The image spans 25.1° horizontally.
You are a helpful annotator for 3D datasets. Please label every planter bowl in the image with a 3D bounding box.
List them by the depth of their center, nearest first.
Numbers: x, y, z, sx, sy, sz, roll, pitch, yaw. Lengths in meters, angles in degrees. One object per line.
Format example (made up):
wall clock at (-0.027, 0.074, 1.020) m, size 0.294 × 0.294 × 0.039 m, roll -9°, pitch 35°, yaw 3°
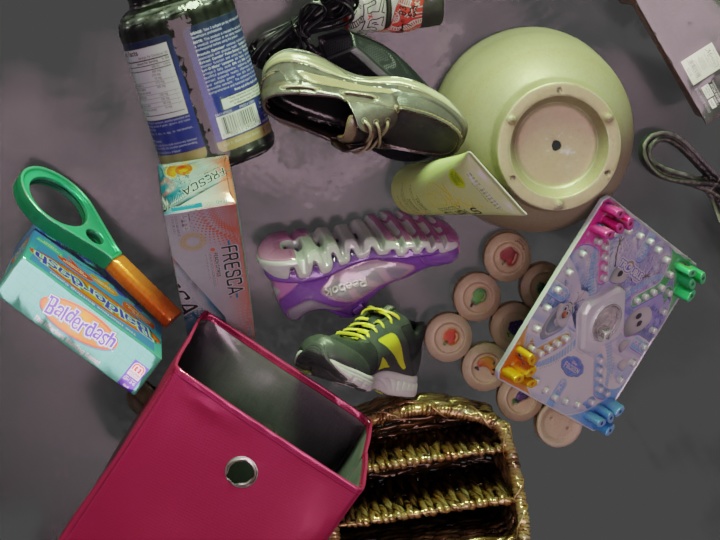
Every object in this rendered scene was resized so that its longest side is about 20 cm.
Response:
planter bowl at (0.175, -0.127, 1.537) m, size 0.199 × 0.135 × 0.202 m, roll -1°, pitch 101°, yaw -7°

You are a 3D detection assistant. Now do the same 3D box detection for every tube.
tube at (0.085, -0.078, 1.490) m, size 0.058 × 0.200 × 0.052 m, roll 3°, pitch 90°, yaw -21°

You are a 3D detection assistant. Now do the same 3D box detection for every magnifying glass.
magnifying glass at (-0.246, -0.023, 1.517) m, size 0.200 × 0.080 × 0.022 m, roll 45°, pitch 115°, yaw 2°

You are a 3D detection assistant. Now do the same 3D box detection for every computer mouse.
computer mouse at (0.005, -0.185, 1.528) m, size 0.138 × 0.053 × 0.200 m, roll -30°, pitch 119°, yaw 36°

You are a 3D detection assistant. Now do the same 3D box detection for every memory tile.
memory tile at (0.173, 0.071, 1.632) m, size 0.200 × 0.017 × 0.154 m, roll 38°, pitch 90°, yaw -13°

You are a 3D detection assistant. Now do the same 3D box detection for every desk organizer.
desk organizer at (0.302, -0.248, 1.556) m, size 0.071 × 0.077 × 0.201 m, roll -33°, pitch 104°, yaw 1°

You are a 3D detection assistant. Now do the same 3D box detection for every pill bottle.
pill bottle at (-0.158, -0.195, 1.493) m, size 0.111 × 0.112 × 0.201 m, roll -17°, pitch 103°, yaw -3°

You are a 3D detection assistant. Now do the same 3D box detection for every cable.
cable at (0.368, -0.075, 1.614) m, size 0.097 × 0.050 × 0.200 m, roll -42°, pitch 105°, yaw 2°

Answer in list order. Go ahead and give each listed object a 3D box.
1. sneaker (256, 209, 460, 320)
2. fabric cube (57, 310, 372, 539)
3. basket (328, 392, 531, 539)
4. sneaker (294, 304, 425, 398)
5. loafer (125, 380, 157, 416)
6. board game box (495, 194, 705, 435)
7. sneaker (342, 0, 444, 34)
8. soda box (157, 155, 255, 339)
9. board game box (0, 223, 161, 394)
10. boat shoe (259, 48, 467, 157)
sneaker at (0.000, 0.000, 1.576) m, size 0.199 × 0.081 × 0.089 m, roll -10°, pitch 116°, yaw -8°
fabric cube at (-0.125, 0.189, 1.449) m, size 0.196 × 0.200 × 0.200 m, roll 34°, pitch 102°, yaw -5°
basket at (0.057, 0.204, 1.585) m, size 0.198 × 0.149 × 0.144 m, roll -6°, pitch 103°, yaw -5°
sneaker at (0.001, 0.070, 1.542) m, size 0.074 × 0.200 × 0.085 m, roll 15°, pitch 88°, yaw 25°
loafer at (-0.134, 0.149, 1.590) m, size 0.199 × 0.076 × 0.068 m, roll 24°, pitch 86°, yaw -7°
board game box at (0.240, 0.051, 1.573) m, size 0.200 × 0.026 × 0.201 m, roll 30°, pitch 93°, yaw -47°
sneaker at (0.014, -0.321, 1.510) m, size 0.107 × 0.067 × 0.203 m, roll -10°, pitch 105°, yaw -7°
soda box at (-0.142, -0.014, 1.504) m, size 0.068 × 0.064 × 0.201 m, roll -9°, pitch 140°, yaw -5°
board game box at (-0.254, 0.028, 1.483) m, size 0.152 × 0.200 × 0.045 m, roll 38°, pitch 95°, yaw -14°
boat shoe at (-0.001, -0.138, 1.486) m, size 0.199 × 0.074 × 0.075 m, roll 15°, pitch 136°, yaw 2°
